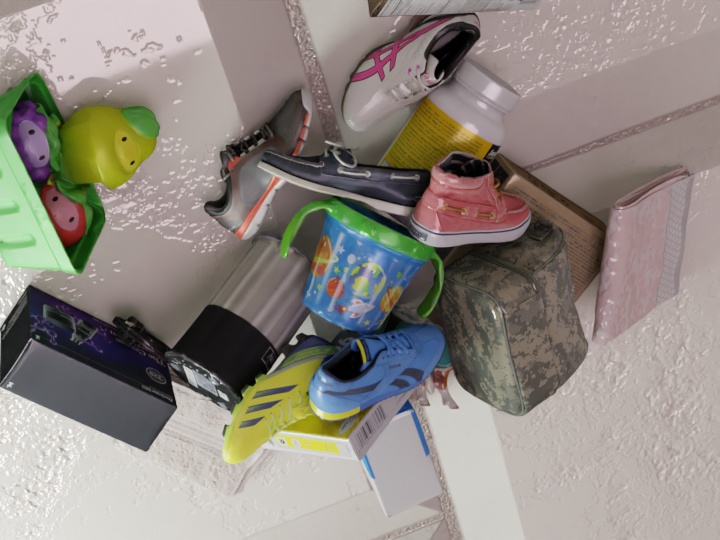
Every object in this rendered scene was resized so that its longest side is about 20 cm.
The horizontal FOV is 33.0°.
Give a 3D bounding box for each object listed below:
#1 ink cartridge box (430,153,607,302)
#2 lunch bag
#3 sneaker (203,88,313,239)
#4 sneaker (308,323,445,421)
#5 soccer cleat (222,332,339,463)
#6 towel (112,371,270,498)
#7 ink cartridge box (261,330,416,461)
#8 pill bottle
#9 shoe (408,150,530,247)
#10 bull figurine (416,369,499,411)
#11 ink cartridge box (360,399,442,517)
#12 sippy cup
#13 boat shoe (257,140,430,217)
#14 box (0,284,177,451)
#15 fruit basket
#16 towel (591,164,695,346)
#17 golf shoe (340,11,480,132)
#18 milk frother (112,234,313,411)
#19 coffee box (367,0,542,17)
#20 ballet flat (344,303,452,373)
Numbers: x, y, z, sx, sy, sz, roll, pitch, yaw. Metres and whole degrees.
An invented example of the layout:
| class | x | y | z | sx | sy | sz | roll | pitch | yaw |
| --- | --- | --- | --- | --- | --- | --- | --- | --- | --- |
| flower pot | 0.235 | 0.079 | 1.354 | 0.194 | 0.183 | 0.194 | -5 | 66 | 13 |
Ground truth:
| class | x | y | z | sx | sy | sz | roll | pitch | yaw |
| --- | --- | --- | --- | --- | --- | --- | --- | --- | --- |
| ink cartridge box | 0.211 | -0.031 | 1.582 | 0.199 | 0.075 | 0.165 | 30 | 108 | -27 |
| lunch bag | 0.200 | 0.056 | 1.504 | 0.167 | 0.139 | 0.201 | -32 | 123 | -25 |
| sneaker | -0.123 | -0.133 | 1.441 | 0.082 | 0.077 | 0.201 | 26 | 105 | -14 |
| sneaker | 0.027 | 0.102 | 1.401 | 0.199 | 0.066 | 0.079 | -25 | 145 | -32 |
| soccer cleat | -0.085 | 0.152 | 1.404 | 0.083 | 0.200 | 0.065 | 29 | 141 | 16 |
| towel | -0.216 | 0.222 | 1.625 | 0.199 | 0.035 | 0.133 | 28 | 107 | -26 |
| ink cartridge box | -0.034 | 0.147 | 1.494 | 0.198 | 0.199 | 0.047 | -49 | 129 | -40 |
| pill bottle | 0.103 | -0.151 | 1.467 | 0.112 | 0.113 | 0.200 | 26 | 108 | -26 |
| shoe | 0.142 | -0.086 | 1.412 | 0.199 | 0.071 | 0.091 | -10 | 130 | -45 |
| bull figurine | 0.165 | 0.128 | 1.650 | 0.199 | 0.065 | 0.122 | 4 | 87 | -8 |
| ink cartridge box | 0.022 | 0.195 | 1.579 | 0.084 | 0.200 | 0.147 | -23 | 121 | -5 |
| sippy cup | 0.000 | 0.000 | 1.418 | 0.177 | 0.140 | 0.131 | 28 | 98 | 17 |
| boat shoe | -0.017 | -0.113 | 1.387 | 0.199 | 0.075 | 0.062 | 15 | 99 | -8 |
| box | -0.331 | 0.118 | 1.477 | 0.199 | 0.141 | 0.079 | 30 | 107 | -27 |
| fruit basket | -0.325 | -0.116 | 1.362 | 0.214 | 0.156 | 0.217 | 2 | 123 | 3 |
| towel | 0.373 | -0.020 | 1.601 | 0.191 | 0.032 | 0.201 | -26 | 128 | -41 |
| golf shoe | 0.056 | -0.235 | 1.423 | 0.200 | 0.092 | 0.073 | -44 | 121 | 12 |
| milk frother | -0.176 | 0.050 | 1.495 | 0.200 | 0.181 | 0.189 | 36 | 67 | 0 |
| coffee box | 0.106 | -0.351 | 1.355 | 0.199 | 0.080 | 0.114 | -5 | 84 | -13 |
| ballet flat | 0.042 | 0.072 | 1.587 | 0.199 | 0.072 | 0.072 | 30 | 109 | 4 |
